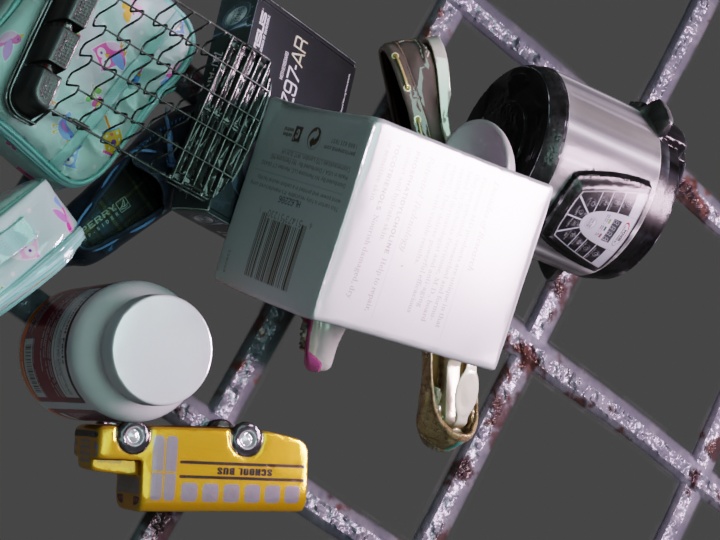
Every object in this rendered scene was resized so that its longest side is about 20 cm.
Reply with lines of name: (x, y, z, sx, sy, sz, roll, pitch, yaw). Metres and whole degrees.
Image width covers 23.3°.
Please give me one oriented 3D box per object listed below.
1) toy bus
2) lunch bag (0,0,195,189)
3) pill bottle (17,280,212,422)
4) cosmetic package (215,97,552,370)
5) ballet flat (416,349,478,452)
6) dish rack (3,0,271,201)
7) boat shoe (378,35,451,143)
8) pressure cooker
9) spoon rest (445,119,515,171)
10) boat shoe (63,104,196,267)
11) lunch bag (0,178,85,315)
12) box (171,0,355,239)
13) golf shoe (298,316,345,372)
toy bus: (-0.147, 0.169, 1.518, 0.198, 0.065, 0.079, 4, 86, -29)
lunch bag: (-0.238, -0.177, 1.472, 0.160, 0.077, 0.201, 43, 69, -19)
pill bottle: (-0.197, 0.067, 1.418, 0.112, 0.199, 0.114, 2, 86, -29)
cosmetic package: (0.018, -0.031, 1.463, 0.199, 0.167, 0.168, 17, 91, -37)
ballet flat: (0.091, 0.071, 1.656, 0.070, 0.065, 0.202, 0, 87, -31)
dish rack: (-0.172, -0.155, 1.427, 0.199, 0.054, 0.155, 29, 76, -26)
boat shoe: (0.056, -0.118, 1.648, 0.059, 0.072, 0.202, -6, 93, -15)
pressure cooker: (0.209, -0.089, 1.670, 0.199, 0.175, 0.180, 21, 73, -27)
spoon rest: (0.087, -0.039, 1.585, 0.060, 0.099, 0.202, 7, 102, -38)
boat shoe: (-0.181, -0.069, 1.511, 0.084, 0.068, 0.200, 47, 66, -19)
lunch bag: (-0.318, 0.012, 1.378, 0.200, 0.160, 0.077, -42, 106, -25)
box: (-0.082, -0.122, 1.545, 0.160, 0.043, 0.202, 30, 69, -53)
golf shoe: (0.000, 0.000, 1.593, 0.091, 0.075, 0.202, 15, 80, -2)
